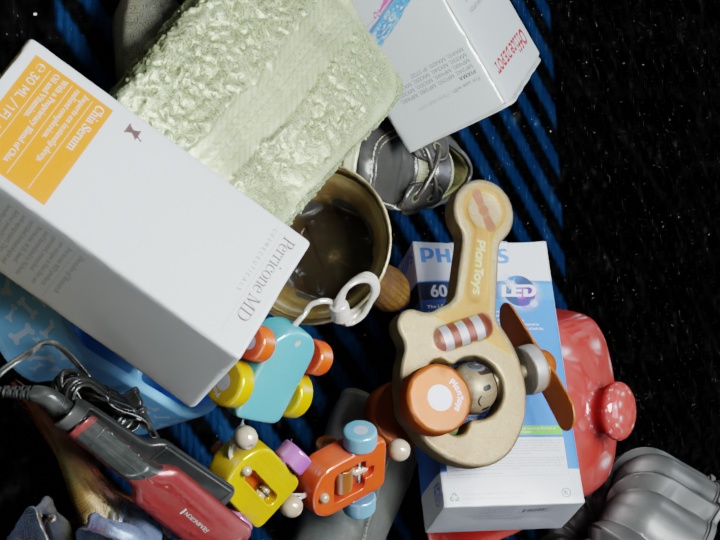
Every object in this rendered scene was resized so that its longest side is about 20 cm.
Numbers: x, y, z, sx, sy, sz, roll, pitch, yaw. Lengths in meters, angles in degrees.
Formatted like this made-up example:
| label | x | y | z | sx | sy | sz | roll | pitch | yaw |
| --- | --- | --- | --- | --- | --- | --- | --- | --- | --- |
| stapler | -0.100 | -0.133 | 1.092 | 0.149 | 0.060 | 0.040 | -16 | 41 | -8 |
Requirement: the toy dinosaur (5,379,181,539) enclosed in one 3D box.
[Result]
| label | x | y | z | sx | sy | sz | roll | pitch | yaw |
| --- | --- | --- | --- | --- | --- | --- | --- | --- | --- |
| toy dinosaur | -0.120 | 0.166 | 1.411 | 0.181 | 0.105 | 0.200 | 10 | 77 | -60 |

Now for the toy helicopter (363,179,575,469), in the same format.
| label | x | y | z | sx | sy | sz | roll | pitch | yaw |
| --- | --- | --- | --- | --- | --- | --- | --- | --- | --- |
| toy helicopter | 0.083 | 0.037 | 1.589 | 0.132 | 0.079 | 0.200 | 12 | 72 | -20 |

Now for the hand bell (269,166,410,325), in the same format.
| label | x | y | z | sx | sy | sz | roll | pitch | yaw |
| --- | --- | --- | --- | --- | --- | --- | --- | --- | --- |
| hand bell | 0.000 | 0.000 | 1.562 | 0.200 | 0.104 | 0.104 | 29 | 62 | -69 |

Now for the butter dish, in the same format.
| label | x | y | z | sx | sy | sz | roll | pitch | yaw |
| --- | --- | --- | --- | --- | --- | --- | --- | --- | --- |
| butter dish | 0.138 | 0.107 | 1.769 | 0.200 | 0.148 | 0.200 | -11 | 95 | -56 |

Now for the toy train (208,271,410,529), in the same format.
| label | x | y | z | sx | sy | sz | roll | pitch | yaw |
| --- | --- | --- | --- | --- | --- | --- | --- | --- | --- |
| toy train | -0.041 | 0.087 | 1.473 | 0.150 | 0.056 | 0.200 | -29 | 135 | -30 |

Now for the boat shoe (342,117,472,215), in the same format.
| label | x | y | z | sx | sy | sz | roll | pitch | yaw |
| --- | --- | --- | --- | --- | --- | --- | --- | --- | --- |
| boat shoe | 0.035 | -0.075 | 1.651 | 0.201 | 0.066 | 0.072 | -13 | 113 | -75 |

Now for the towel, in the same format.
| label | x | y | z | sx | sy | sz | roll | pitch | yaw |
| --- | --- | --- | --- | --- | --- | --- | --- | --- | --- |
| towel | -0.061 | -0.111 | 1.435 | 0.148 | 0.036 | 0.200 | 50 | 54 | -15 |

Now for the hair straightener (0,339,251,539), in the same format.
| label | x | y | z | sx | sy | sz | roll | pitch | yaw |
| --- | --- | --- | --- | --- | --- | --- | --- | --- | --- |
| hair straightener | -0.143 | 0.098 | 1.366 | 0.200 | 0.041 | 0.077 | 37 | 18 | -39 |

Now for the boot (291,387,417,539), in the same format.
| label | x | y | z | sx | sy | sz | roll | pitch | yaw |
| --- | --- | --- | --- | --- | --- | --- | --- | --- | --- |
| boot | -0.027 | 0.165 | 1.581 | 0.200 | 0.073 | 0.182 | -64 | 150 | -28 |

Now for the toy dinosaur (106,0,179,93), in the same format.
| label | x | y | z | sx | sy | sz | roll | pitch | yaw |
| --- | --- | --- | --- | --- | --- | --- | --- | --- | --- |
| toy dinosaur | -0.123 | -0.128 | 1.455 | 0.102 | 0.077 | 0.200 | 32 | 63 | -59 |

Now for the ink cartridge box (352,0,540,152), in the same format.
| label | x | y | z | sx | sy | sz | roll | pitch | yaw |
| --- | --- | --- | --- | --- | --- | --- | --- | --- | --- |
| ink cartridge box | 0.032 | -0.198 | 1.610 | 0.200 | 0.083 | 0.146 | 60 | 20 | -9 |

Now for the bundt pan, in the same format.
| label | x | y | z | sx | sy | sz | roll | pitch | yaw |
| --- | --- | --- | --- | --- | --- | --- | --- | --- | --- |
| bundt pan | 0.192 | 0.219 | 1.823 | 0.076 | 0.202 | 0.202 | 40 | 47 | -7 |

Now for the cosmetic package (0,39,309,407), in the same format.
| label | x | y | z | sx | sy | sz | roll | pitch | yaw |
| --- | --- | --- | --- | --- | --- | --- | --- | --- | --- |
| cosmetic package | -0.142 | -0.026 | 1.330 | 0.200 | 0.071 | 0.101 | 36 | 51 | -8 |

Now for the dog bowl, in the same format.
| label | x | y | z | sx | sy | sz | roll | pitch | yaw |
| --- | --- | --- | --- | --- | --- | --- | --- | --- | --- |
| dog bowl | -0.146 | 0.029 | 1.429 | 0.200 | 0.050 | 0.112 | 37 | 57 | -49 |

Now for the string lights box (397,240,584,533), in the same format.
| label | x | y | z | sx | sy | sz | roll | pitch | yaw |
| --- | --- | --- | --- | --- | --- | --- | --- | --- | --- |
| string lights box | 0.089 | 0.080 | 1.651 | 0.059 | 0.103 | 0.200 | 117 | -30 | -62 |
